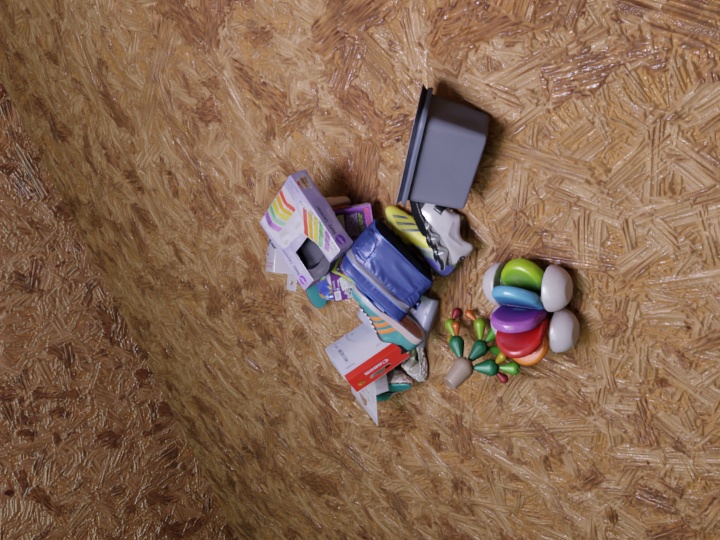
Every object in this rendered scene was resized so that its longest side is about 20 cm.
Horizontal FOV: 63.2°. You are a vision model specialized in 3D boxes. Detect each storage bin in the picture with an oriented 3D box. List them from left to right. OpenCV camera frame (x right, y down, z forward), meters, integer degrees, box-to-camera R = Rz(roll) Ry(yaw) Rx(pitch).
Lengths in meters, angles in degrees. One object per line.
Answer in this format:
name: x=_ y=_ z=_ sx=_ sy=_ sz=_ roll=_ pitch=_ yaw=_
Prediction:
storage bin: x=0.150 y=-0.215 z=1.065 sx=0.130 sy=0.148 sz=0.204 roll=14 pitch=135 yaw=2

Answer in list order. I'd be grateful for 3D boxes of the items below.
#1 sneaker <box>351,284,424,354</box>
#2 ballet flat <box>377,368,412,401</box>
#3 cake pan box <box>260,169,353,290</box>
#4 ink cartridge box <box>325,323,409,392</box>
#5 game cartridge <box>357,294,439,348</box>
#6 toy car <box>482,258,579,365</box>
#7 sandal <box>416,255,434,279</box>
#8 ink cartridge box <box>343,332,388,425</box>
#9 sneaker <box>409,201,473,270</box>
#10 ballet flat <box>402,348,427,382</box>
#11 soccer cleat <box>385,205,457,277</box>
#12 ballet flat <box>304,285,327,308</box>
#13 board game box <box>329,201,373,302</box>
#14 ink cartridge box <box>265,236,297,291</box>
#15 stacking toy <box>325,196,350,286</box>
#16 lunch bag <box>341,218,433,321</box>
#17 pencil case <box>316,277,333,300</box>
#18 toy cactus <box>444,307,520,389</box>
sneaker: x=0.048 y=0.113 z=1.313 sx=0.199 sy=0.072 sz=0.080 roll=41 pitch=120 yaw=-4
ballet flat: x=0.080 y=0.297 z=1.562 sx=0.073 sy=0.066 sz=0.200 roll=11 pitch=153 yaw=-19
cake pan box: x=-0.119 y=-0.080 z=1.270 sx=0.203 sy=0.052 sz=0.184 roll=56 pitch=140 yaw=6
ink cartridge box: x=0.013 y=0.201 z=1.437 sx=0.048 sy=0.157 sz=0.199 roll=63 pitch=168 yaw=-21
game cartridge: x=0.084 y=0.098 z=1.389 sx=0.196 sy=0.041 sz=0.137 roll=23 pitch=96 yaw=32
toy car: x=0.305 y=0.085 z=1.103 sx=0.171 sy=0.149 sz=0.206 roll=6 pitch=124 yaw=43
sandal: x=0.076 y=-0.011 z=1.345 sx=0.202 sy=0.059 sz=0.081 roll=17 pitch=130 yaw=38
ink cartridge box: x=0.017 y=0.281 z=1.558 sx=0.199 sy=0.043 sz=0.182 roll=-145 pitch=44 yaw=-64
sneaker: x=0.161 y=-0.104 z=1.187 sx=0.074 sy=0.086 sz=0.205 roll=85 pitch=161 yaw=-70
ballet flat: x=0.126 y=0.209 z=1.458 sx=0.070 sy=0.071 sz=0.205 roll=19 pitch=131 yaw=35
soccer cleat: x=0.134 y=-0.076 z=1.248 sx=0.201 sy=0.064 sz=0.084 roll=47 pitch=113 yaw=14
ballet flat: x=-0.139 y=0.005 z=1.594 sx=0.065 sy=0.069 sz=0.206 roll=36 pitch=144 yaw=62
board game box: x=-0.020 y=-0.040 z=1.306 sx=0.032 sy=0.116 sz=0.207 roll=-109 pitch=10 yaw=-71
ink cartridge box: x=-0.197 y=-0.054 z=1.487 sx=0.115 sy=0.064 sz=0.208 roll=-177 pitch=91 yaw=-70
stacking toy: x=-0.070 y=-0.060 z=1.358 sx=0.144 sy=0.144 sz=0.207 roll=-10 pitch=96 yaw=49
lunch bag: x=0.057 y=0.010 z=1.241 sx=0.199 sy=0.136 sz=0.133 roll=42 pitch=104 yaw=-6
pencil case: x=-0.096 y=-0.027 z=1.498 sx=0.084 sy=0.078 sz=0.206 roll=-2 pitch=118 yaw=31
toy cactus: x=0.239 y=0.183 z=1.251 sx=0.199 sy=0.165 sz=0.103 roll=39 pitch=161 yaw=24
